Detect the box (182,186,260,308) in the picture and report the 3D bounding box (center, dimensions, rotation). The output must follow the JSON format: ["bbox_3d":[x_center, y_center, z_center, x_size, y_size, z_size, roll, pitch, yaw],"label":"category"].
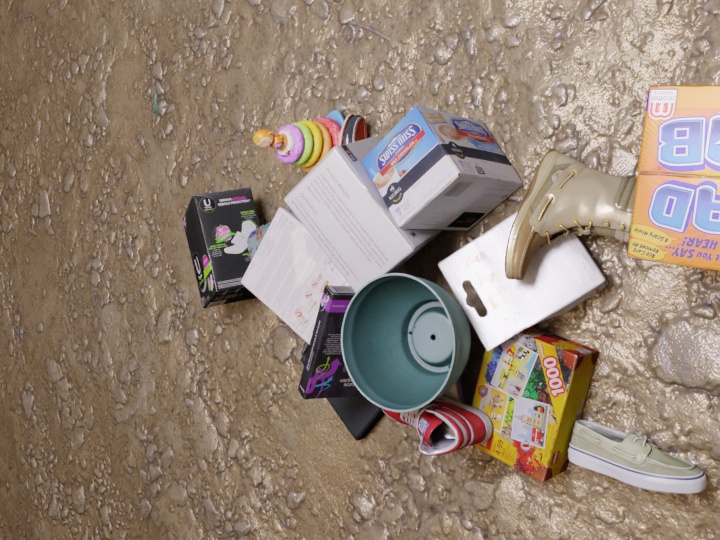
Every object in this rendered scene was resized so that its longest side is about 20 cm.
[{"bbox_3d":[-0.273,-0.045,1.564,0.148,0.123,0.202,-36,67,63],"label":"box"}]

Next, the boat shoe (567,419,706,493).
[{"bbox_3d":[0.379,0.259,1.074,0.199,0.072,0.063,6,99,43],"label":"boat shoe"}]

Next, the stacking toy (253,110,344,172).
[{"bbox_3d":[-0.114,-0.230,1.394,0.116,0.199,0.111,-30,73,37],"label":"stacking toy"}]

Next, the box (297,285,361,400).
[{"bbox_3d":[-0.016,0.122,1.280,0.036,0.142,0.202,44,124,52],"label":"box"}]

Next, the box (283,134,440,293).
[{"bbox_3d":[0.016,-0.096,1.249,0.131,0.200,0.199,-39,87,28],"label":"box"}]

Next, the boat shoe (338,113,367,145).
[{"bbox_3d":[0.001,-0.180,1.383,0.062,0.071,0.202,4,97,33],"label":"boat shoe"}]

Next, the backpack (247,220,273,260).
[{"bbox_3d":[-0.107,-0.027,1.441,0.199,0.150,0.179,-22,77,35],"label":"backpack"}]

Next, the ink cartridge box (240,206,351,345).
[{"bbox_3d":[-0.098,0.011,1.323,0.200,0.050,0.162,38,108,22],"label":"ink cartridge box"}]

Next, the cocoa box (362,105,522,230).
[{"bbox_3d":[0.128,-0.152,1.187,0.133,0.199,0.132,-41,66,32],"label":"cocoa box"}]

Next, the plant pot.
[{"bbox_3d":[0.088,0.105,1.173,0.199,0.134,0.202,0,90,35],"label":"plant pot"}]

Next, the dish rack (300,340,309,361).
[{"bbox_3d":[-0.004,0.103,1.331,0.201,0.153,0.055,-57,33,9],"label":"dish rack"}]

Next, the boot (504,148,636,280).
[{"bbox_3d":[0.300,-0.059,1.081,0.154,0.073,0.201,22,78,19],"label":"boot"}]

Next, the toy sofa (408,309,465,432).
[{"bbox_3d":[0.138,0.164,1.272,0.097,0.083,0.202,-15,83,35],"label":"toy sofa"}]

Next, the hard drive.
[{"bbox_3d":[-0.021,0.198,1.445,0.200,0.033,0.140,52,122,27],"label":"hard drive"}]

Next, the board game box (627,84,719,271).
[{"bbox_3d":[0.458,-0.103,0.901,0.199,0.199,0.202,11,100,41],"label":"board game box"}]

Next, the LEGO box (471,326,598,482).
[{"bbox_3d":[0.257,0.192,1.173,0.148,0.077,0.202,21,106,38],"label":"LEGO box"}]

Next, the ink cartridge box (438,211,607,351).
[{"bbox_3d":[0.241,0.006,1.153,0.199,0.050,0.163,-34,69,15],"label":"ink cartridge box"}]

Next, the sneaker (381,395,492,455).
[{"bbox_3d":[0.092,0.228,1.187,0.199,0.112,0.072,10,97,37],"label":"sneaker"}]
